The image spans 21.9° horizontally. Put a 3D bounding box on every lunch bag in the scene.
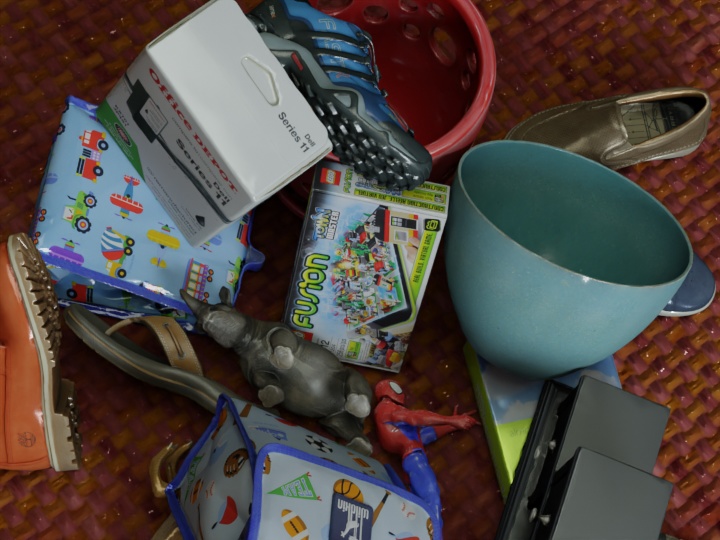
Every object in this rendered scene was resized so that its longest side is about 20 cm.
[{"bbox_3d":[-0.038,0.195,1.395,0.169,0.200,0.125,24,102,-21],"label":"lunch bag"},{"bbox_3d":[-0.174,-0.037,1.566,0.198,0.094,0.152,15,65,-12],"label":"lunch bag"}]

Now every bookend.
[{"bbox_3d":[0.176,0.164,1.423,0.091,0.200,0.201,21,71,-1],"label":"bookend"}]

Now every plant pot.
[{"bbox_3d":[0.003,-0.135,1.562,0.198,0.183,0.203,3,64,-6],"label":"plant pot"},{"bbox_3d":[0.148,0.007,1.489,0.198,0.136,0.201,17,30,-10],"label":"plant pot"}]

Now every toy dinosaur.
[{"bbox_3d":[-0.134,0.195,1.492,0.199,0.060,0.107,-32,78,-17],"label":"toy dinosaur"}]

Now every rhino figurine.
[{"bbox_3d":[-0.068,0.074,1.517,0.199,0.088,0.060,35,100,-13],"label":"rhino figurine"}]

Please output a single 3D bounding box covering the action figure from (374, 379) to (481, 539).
[{"bbox_3d":[0.072,0.160,1.511,0.098,0.066,0.201,-19,52,-9],"label":"action figure"}]

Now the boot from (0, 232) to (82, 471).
[{"bbox_3d":[-0.285,0.070,1.470,0.106,0.075,0.202,-4,110,1],"label":"boot"}]

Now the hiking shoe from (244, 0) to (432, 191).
[{"bbox_3d":[-0.010,-0.148,1.428,0.200,0.075,0.087,43,69,12],"label":"hiking shoe"}]

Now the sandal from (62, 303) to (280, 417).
[{"bbox_3d":[-0.149,0.071,1.519,0.198,0.082,0.055,27,90,-1],"label":"sandal"}]

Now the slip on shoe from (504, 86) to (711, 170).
[{"bbox_3d":[0.220,-0.122,1.658,0.198,0.061,0.077,-8,71,-11],"label":"slip on shoe"}]

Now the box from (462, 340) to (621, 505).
[{"bbox_3d":[0.163,0.120,1.566,0.121,0.048,0.202,-10,73,-12],"label":"box"}]

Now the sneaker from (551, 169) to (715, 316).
[{"bbox_3d":[0.232,-0.029,1.602,0.199,0.084,0.076,30,67,-10],"label":"sneaker"}]

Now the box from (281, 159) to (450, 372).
[{"bbox_3d":[0.000,0.000,1.509,0.109,0.201,0.035,11,48,-3],"label":"box"}]

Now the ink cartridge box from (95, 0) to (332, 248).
[{"bbox_3d":[-0.119,-0.113,1.458,0.083,0.200,0.147,-37,93,-21],"label":"ink cartridge box"}]

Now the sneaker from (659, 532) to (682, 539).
[{"bbox_3d":[0.239,0.309,1.492,0.114,0.076,0.202,25,66,4],"label":"sneaker"}]
